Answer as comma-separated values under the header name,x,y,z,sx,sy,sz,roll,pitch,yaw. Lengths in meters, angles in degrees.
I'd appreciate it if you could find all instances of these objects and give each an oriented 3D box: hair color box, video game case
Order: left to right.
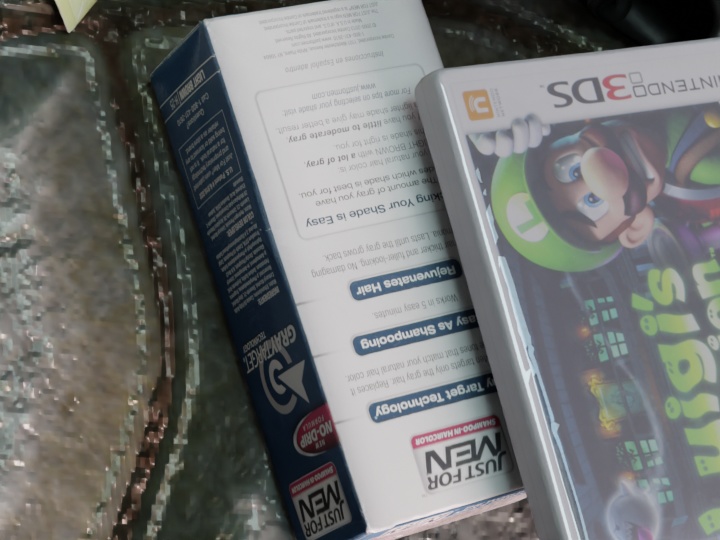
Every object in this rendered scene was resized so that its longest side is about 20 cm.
name,x,y,z,sx,sy,sz,roll,pitch,yaw
hair color box,0.000,0.000,0.928,0.099,0.060,0.201,-12,78,-30
video game case,0.126,0.010,0.929,0.181,0.023,0.201,-9,77,-28

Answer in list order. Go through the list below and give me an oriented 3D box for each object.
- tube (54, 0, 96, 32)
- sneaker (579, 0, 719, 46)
name,x,y,z,sx,sy,sz,roll,pitch,yaw
tube,-0.070,-0.185,0.961,0.058,0.052,0.200,43,58,-8
sneaker,0.121,-0.161,1.042,0.098,0.071,0.201,-31,90,-35
